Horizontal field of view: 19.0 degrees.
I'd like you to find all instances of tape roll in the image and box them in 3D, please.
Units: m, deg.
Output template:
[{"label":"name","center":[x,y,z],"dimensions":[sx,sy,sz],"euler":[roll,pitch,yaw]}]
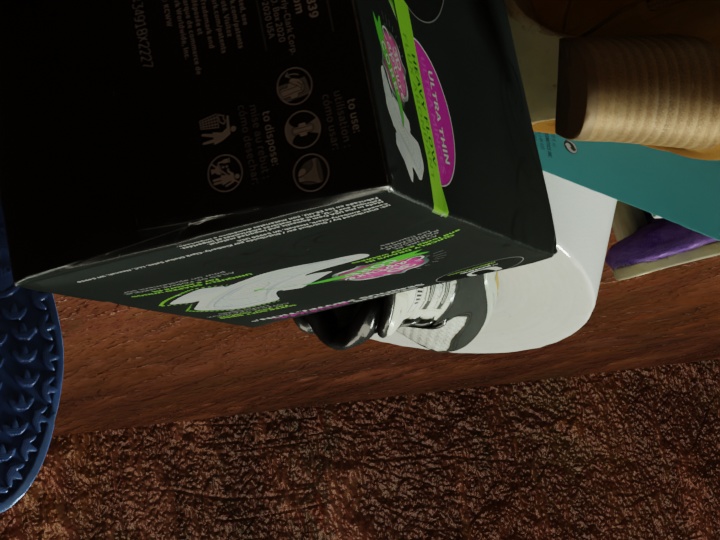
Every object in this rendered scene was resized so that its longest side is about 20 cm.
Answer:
[{"label":"tape roll","center":[0.019,-0.034,1.014],"dimensions":[0.202,0.071,0.203],"euler":[13,157,6]}]

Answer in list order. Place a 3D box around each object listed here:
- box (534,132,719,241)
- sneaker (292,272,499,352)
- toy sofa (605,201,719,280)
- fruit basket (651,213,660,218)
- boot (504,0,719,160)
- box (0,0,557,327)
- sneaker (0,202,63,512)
[{"label":"box","center":[0.157,-0.056,0.862],"dimensions":[0.200,0.049,0.082],"euler":[24,-127,37]},{"label":"sneaker","center":[0.000,0.000,0.901],"dimensions":[0.075,0.088,0.200],"euler":[1,154,24]},{"label":"toy sofa","center":[0.221,-0.064,1.185],"dimensions":[0.200,0.083,0.098],"euler":[-15,-172,38]},{"label":"fruit basket","center":[0.194,-0.093,1.006],"dimensions":[0.185,0.094,0.200],"euler":[-5,168,-24]},{"label":"boot","center":[0.127,-0.083,0.822],"dimensions":[0.143,0.071,0.201],"euler":[0,-161,-13]},{"label":"box","center":[-0.028,-0.069,0.710],"dimensions":[0.124,0.149,0.200],"euler":[-13,171,17]},{"label":"sneaker","center":[-0.173,0.014,0.944],"dimensions":[0.070,0.201,0.078],"euler":[3,163,-20]}]
